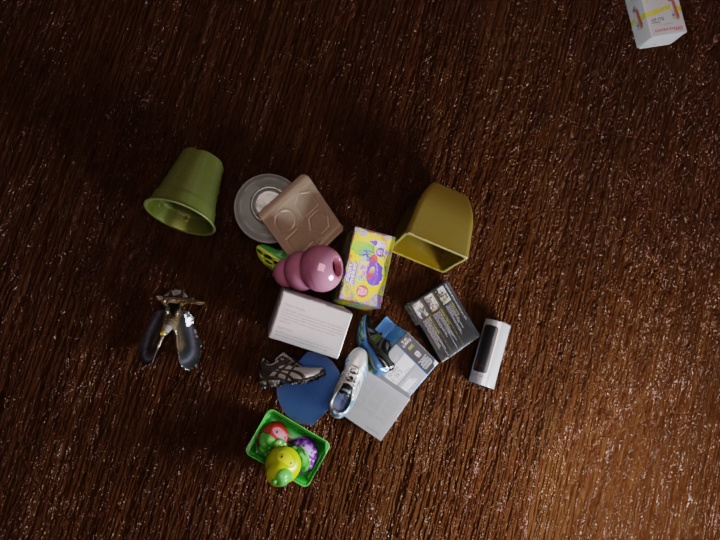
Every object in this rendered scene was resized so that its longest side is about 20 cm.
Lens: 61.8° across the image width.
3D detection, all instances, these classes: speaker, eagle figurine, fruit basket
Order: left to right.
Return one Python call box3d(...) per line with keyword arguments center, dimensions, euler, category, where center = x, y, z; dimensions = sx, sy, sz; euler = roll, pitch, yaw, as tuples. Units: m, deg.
box3d(center=(-0.515, 0.159, 1.631), dimensions=(0.151, 0.150, 0.202), euler=(24, 115, 31), category="eagle figurine")
box3d(center=(-0.198, 0.487, 1.607), dimensions=(0.214, 0.216, 0.156), euler=(32, 80, -6), category="fruit basket")
box3d(center=(0.387, 0.252, 1.806), dimensions=(0.080, 0.081, 0.202), euler=(19, 82, -9), category="speaker")

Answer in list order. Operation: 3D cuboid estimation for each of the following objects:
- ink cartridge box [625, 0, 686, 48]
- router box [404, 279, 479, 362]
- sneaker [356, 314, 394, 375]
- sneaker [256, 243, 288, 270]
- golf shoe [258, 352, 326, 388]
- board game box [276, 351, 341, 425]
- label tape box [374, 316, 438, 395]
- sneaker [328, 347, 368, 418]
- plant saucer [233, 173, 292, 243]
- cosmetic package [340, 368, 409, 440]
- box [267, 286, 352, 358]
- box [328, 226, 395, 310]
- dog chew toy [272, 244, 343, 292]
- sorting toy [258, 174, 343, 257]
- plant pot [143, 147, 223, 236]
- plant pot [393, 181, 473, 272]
box3d(center=(0.996, -0.871, 2.032), dimensions=(0.144, 0.083, 0.202), euler=(-12, 87, -12), category="ink cartridge box")
box3d(center=(0.244, 0.152, 1.801), dimensions=(0.148, 0.051, 0.201), euler=(-31, 91, -14), category="router box")
box3d(center=(0.043, 0.213, 1.716), dimensions=(0.082, 0.071, 0.201), euler=(-1, 45, -24), category="sneaker")
box3d(center=(-0.204, -0.037, 1.732), dimensions=(0.198, 0.074, 0.084), euler=(18, 57, -6), category="sneaker")
box3d(center=(-0.193, 0.272, 1.665), dimensions=(0.198, 0.078, 0.096), euler=(-8, 77, 12), category="golf shoe")
box3d(center=(-0.137, 0.334, 1.702), dimensions=(0.200, 0.039, 0.158), euler=(-46, 73, 6), category="board game box")
box3d(center=(0.106, 0.254, 1.758), dimensions=(0.200, 0.066, 0.143), euler=(45, 79, -6), category="label tape box")
box3d(center=(-0.028, 0.305, 1.628), dimensions=(0.071, 0.072, 0.202), euler=(22, 78, -2), category="sneaker")
box3d(center=(-0.255, -0.178, 1.686), dimensions=(0.198, 0.050, 0.202), euler=(1, 83, -11), category="plant saucer")
box3d(center=(0.018, 0.362, 1.706), dimensions=(0.199, 0.052, 0.151), euler=(34, 98, -1), category="cosmetic package")
box3d(center=(-0.143, 0.138, 1.647), dimensions=(0.197, 0.200, 0.132), euler=(19, 89, -9), category="box")
box3d(center=(0.000, 0.000, 1.697), dimensions=(0.121, 0.193, 0.202), euler=(14, 83, -9), category="box")
box3d(center=(-0.148, 0.000, 1.611), dimensions=(0.198, 0.124, 0.126), euler=(-7, 85, 26), category="dog chew toy")
box3d(center=(-0.165, -0.136, 1.680), dimensions=(0.185, 0.036, 0.201), euler=(-45, 113, -20), category="sorting toy")
box3d(center=(-0.462, -0.226, 1.645), dimensions=(0.198, 0.200, 0.192), euler=(19, 70, -9), category="plant pot")
box3d(center=(0.219, -0.138, 1.760), dimensions=(0.193, 0.195, 0.202), euler=(21, 74, -8), category="plant pot")
